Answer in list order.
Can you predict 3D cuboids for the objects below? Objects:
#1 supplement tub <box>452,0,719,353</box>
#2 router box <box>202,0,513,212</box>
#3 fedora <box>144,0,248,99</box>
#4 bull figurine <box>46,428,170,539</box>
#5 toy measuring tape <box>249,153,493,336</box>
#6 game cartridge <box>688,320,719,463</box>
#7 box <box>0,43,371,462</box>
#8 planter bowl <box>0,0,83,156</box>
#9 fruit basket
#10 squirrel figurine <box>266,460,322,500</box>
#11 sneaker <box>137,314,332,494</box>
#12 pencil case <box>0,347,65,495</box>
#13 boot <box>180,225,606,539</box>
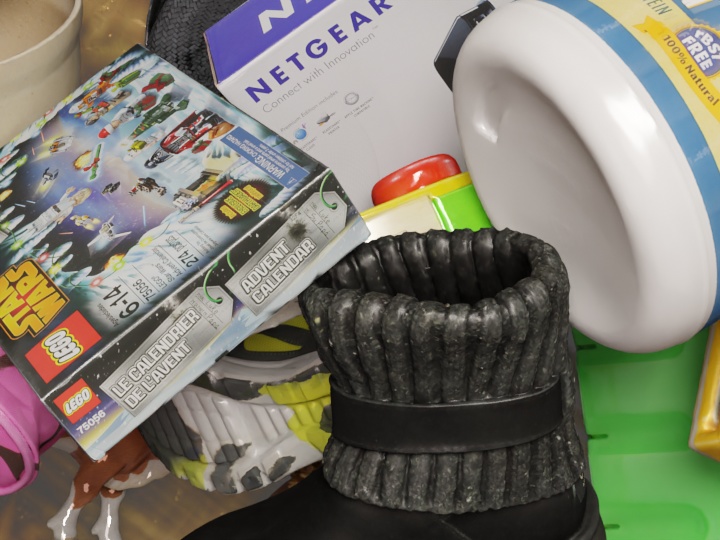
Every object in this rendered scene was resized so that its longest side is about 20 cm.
[{"bbox_3d":[0.152,-0.073,0.612,0.200,0.145,0.145,-29,91,-16],"label":"supplement tub"},{"bbox_3d":[0.061,-0.092,0.710,0.200,0.049,0.180,-34,128,13],"label":"router box"},{"bbox_3d":[-0.036,-0.113,0.775,0.200,0.092,0.201,5,104,22],"label":"fedora"},{"bbox_3d":[-0.155,0.079,0.839,0.200,0.065,0.122,22,90,6],"label":"bull figurine"},{"bbox_3d":[0.000,0.000,0.679,0.200,0.074,0.074,-23,91,-13],"label":"toy measuring tape"},{"bbox_3d":[0.249,0.034,0.711,0.200,0.032,0.177,24,66,-19],"label":"game cartridge"},{"bbox_3d":[-0.101,-0.018,0.652,0.137,0.200,0.040,-40,125,-10],"label":"box"},{"bbox_3d":[-0.235,-0.070,0.791,0.200,0.200,0.135,3,122,6],"label":"planter bowl"},{"bbox_3d":[0.219,0.067,0.766,0.215,0.155,0.216,1,92,22],"label":"fruit basket"},{"bbox_3d":[-0.009,0.152,0.768,0.141,0.187,0.200,15,95,5],"label":"squirrel figurine"},{"bbox_3d":[-0.025,0.056,0.751,0.200,0.085,0.075,-5,110,35],"label":"sneaker"},{"bbox_3d":[-0.145,0.019,0.766,0.091,0.200,0.094,41,136,-8],"label":"pencil case"},{"bbox_3d":[-0.008,0.073,0.629,0.211,0.079,0.158,-18,125,1],"label":"boot"}]
